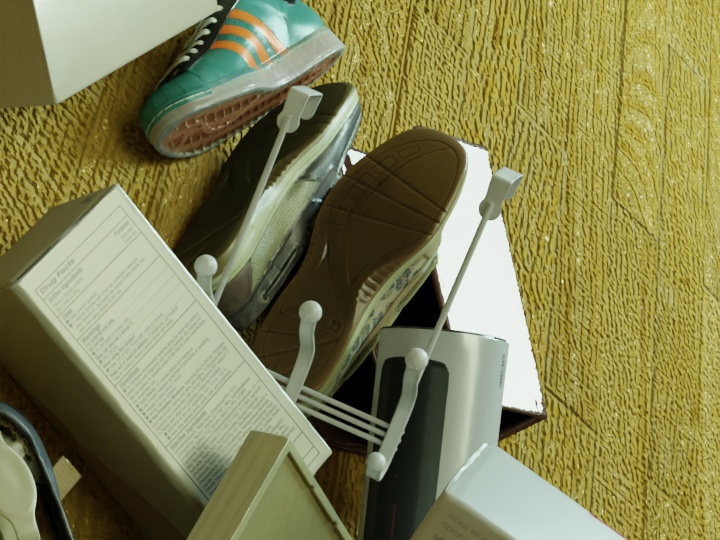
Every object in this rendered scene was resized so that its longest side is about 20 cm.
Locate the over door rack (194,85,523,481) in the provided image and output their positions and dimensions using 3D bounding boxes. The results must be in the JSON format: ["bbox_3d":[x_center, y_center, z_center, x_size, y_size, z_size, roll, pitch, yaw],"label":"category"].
[{"bbox_3d":[-0.014,0.002,1.419,0.148,0.200,0.067,24,-4,9],"label":"over door rack"}]

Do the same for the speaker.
[{"bbox_3d":[0.040,0.137,1.469,0.081,0.081,0.200,14,81,-49],"label":"speaker"}]

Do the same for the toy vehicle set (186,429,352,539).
[{"bbox_3d":[-0.069,0.200,1.285,0.200,0.026,0.124,-60,141,-30],"label":"toy vehicle set"}]

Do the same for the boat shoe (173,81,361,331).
[{"bbox_3d":[-0.052,-0.041,1.543,0.066,0.072,0.201,60,43,-28],"label":"boat shoe"}]

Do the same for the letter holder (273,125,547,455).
[{"bbox_3d":[0.022,0.012,1.583,0.142,0.101,0.200,16,54,-46],"label":"letter holder"}]

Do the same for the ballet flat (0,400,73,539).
[{"bbox_3d":[-0.169,0.156,1.235,0.073,0.073,0.200,3,64,-53],"label":"ballet flat"}]

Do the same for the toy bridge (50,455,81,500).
[{"bbox_3d":[-0.122,0.198,1.313,0.200,0.027,0.067,54,36,-13],"label":"toy bridge"}]

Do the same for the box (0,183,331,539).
[{"bbox_3d":[-0.119,0.060,1.346,0.095,0.078,0.200,-46,107,-32],"label":"box"}]

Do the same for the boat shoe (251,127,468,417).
[{"bbox_3d":[0.000,0.000,1.518,0.073,0.200,0.063,32,-13,19],"label":"boat shoe"}]

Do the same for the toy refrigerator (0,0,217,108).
[{"bbox_3d":[-0.167,-0.163,1.462,0.200,0.070,0.076,-42,126,-57],"label":"toy refrigerator"}]

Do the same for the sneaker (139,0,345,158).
[{"bbox_3d":[-0.091,-0.134,1.569,0.080,0.071,0.200,48,34,6],"label":"sneaker"}]

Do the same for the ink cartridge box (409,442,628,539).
[{"bbox_3d":[0.064,0.216,1.280,0.145,0.200,0.083,34,24,8],"label":"ink cartridge box"}]
